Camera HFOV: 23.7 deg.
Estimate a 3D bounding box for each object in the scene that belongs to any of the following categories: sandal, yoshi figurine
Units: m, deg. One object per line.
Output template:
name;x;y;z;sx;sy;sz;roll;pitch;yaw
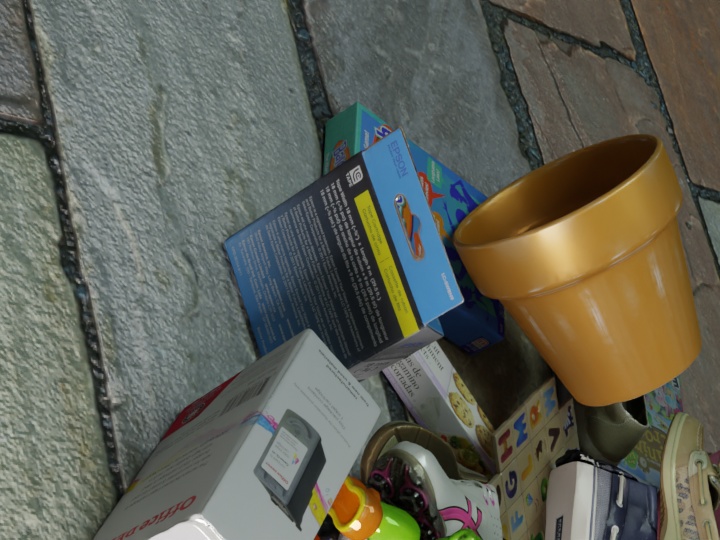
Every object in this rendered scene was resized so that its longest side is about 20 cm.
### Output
sandal;0.050;0.170;1.372;0.054;0.081;0.200;31;-3;37
yoshi figurine;0.043;0.232;1.185;0.200;0.112;0.113;38;54;-32

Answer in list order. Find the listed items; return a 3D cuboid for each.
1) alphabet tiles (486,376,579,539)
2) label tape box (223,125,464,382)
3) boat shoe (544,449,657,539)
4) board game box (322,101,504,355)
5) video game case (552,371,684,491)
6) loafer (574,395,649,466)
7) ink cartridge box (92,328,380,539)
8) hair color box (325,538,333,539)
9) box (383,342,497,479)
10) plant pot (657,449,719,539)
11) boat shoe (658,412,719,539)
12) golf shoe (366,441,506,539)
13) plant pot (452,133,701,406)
alphabet tiles;0.151;0.192;1.470;0.200;0.006;0.168;-34;119;-56
label tape box;0.000;0.000;1.310;0.063;0.199;0.145;-1;66;-51
boat shoe;0.201;0.256;1.442;0.092;0.075;0.202;18;68;-18
board game box;0.049;-0.036;1.533;0.199;0.045;0.153;32;44;-34
video game case;0.258;0.133;1.696;0.199;0.022;0.183;31;45;-35
loafer;0.240;0.090;1.626;0.075;0.068;0.202;27;46;-37
ink cartridge box;-0.089;0.150;1.140;0.086;0.147;0.200;48;38;-14
hair color box;0.007;0.303;1.226;0.200;0.065;0.110;47;37;-16
box;0.073;0.120;1.458;0.201;0.039;0.041;57;34;-6
plant pot;0.344;0.273;1.576;0.199;0.200;0.180;-9;57;-53
boat shoe;0.291;0.212;1.479;0.074;0.062;0.201;70;23;-49
golf shoe;0.062;0.184;1.304;0.092;0.072;0.201;-50;142;-25
plant pot;0.208;0.009;1.504;0.184;0.199;0.200;63;34;-13
